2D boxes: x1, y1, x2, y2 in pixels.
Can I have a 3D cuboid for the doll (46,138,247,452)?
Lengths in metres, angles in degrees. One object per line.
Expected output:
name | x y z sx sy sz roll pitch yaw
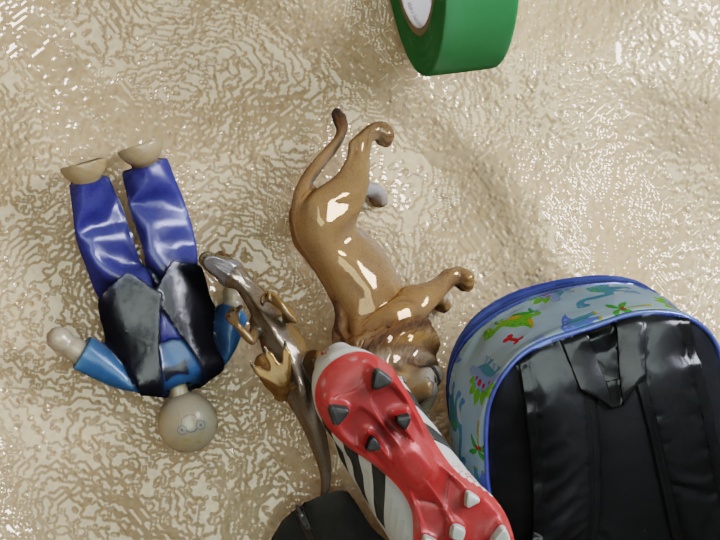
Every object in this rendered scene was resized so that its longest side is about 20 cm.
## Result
doll | -0.139 0.022 1.133 0.136 0.048 0.201 -19 96 -19

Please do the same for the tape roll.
tape roll | 0.052 -0.225 1.096 0.048 0.200 0.202 -7 89 -9

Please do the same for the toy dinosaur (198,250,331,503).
toy dinosaur | -0.039 0.072 1.113 0.060 0.106 0.201 -23 94 -10

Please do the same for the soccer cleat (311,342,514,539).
soccer cleat | 0.033 0.127 1.044 0.068 0.085 0.200 -34 106 -2

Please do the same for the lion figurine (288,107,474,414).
lion figurine | 0.000 0.000 1.127 0.122 0.072 0.200 -32 87 -35

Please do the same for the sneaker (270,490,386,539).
sneaker | -0.054 0.238 1.119 0.200 0.075 0.106 -38 50 -4

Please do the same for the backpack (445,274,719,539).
backpack | 0.141 0.105 1.111 0.182 0.147 0.201 -14 113 -10
